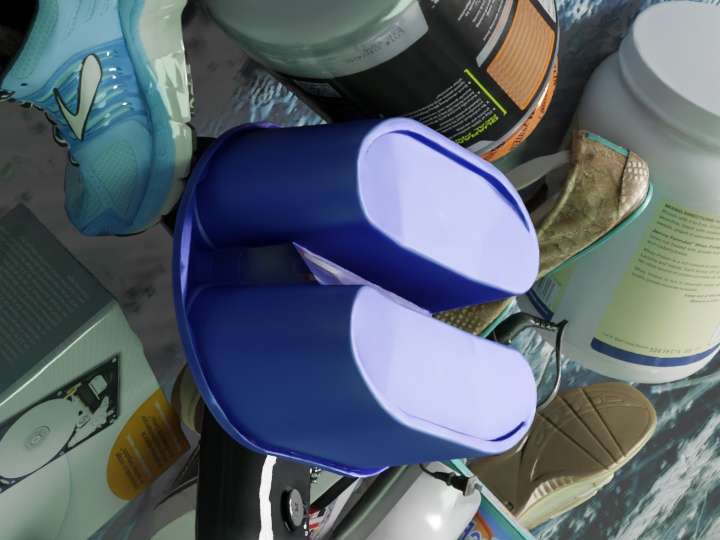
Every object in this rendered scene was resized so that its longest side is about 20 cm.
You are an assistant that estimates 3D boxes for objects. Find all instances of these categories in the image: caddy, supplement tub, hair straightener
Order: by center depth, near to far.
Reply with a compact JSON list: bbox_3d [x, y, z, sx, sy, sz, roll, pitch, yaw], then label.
[{"bbox_3d":[-0.004,0.013,0.858,0.200,0.104,0.143,25,63,-55],"label":"caddy"},{"bbox_3d":[0.015,-0.119,0.868,0.123,0.122,0.200,-49,154,2],"label":"supplement tub"},{"bbox_3d":[0.055,0.103,1.190,0.200,0.077,0.041,-41,153,-1],"label":"hair straightener"},{"bbox_3d":[0.187,-0.047,1.209,0.144,0.145,0.201,-23,145,-41],"label":"supplement tub"}]

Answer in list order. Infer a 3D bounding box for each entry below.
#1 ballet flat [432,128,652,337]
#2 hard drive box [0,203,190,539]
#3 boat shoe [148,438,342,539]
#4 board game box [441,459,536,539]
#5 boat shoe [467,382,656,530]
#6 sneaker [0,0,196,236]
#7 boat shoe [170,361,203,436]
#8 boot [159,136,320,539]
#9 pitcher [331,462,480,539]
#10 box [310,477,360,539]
[{"bbox_3d":[0.078,-0.012,1.143,0.200,0.065,0.071,-43,-162,23],"label":"ballet flat"},{"bbox_3d":[-0.188,0.091,0.900,0.200,0.077,0.156,-41,153,-13],"label":"hard drive box"},{"bbox_3d":[-0.051,0.097,1.123,0.070,0.064,0.200,16,139,-44],"label":"boat shoe"},{"bbox_3d":[0.031,0.235,1.349,0.200,0.152,0.045,-49,133,3],"label":"board game box"},{"bbox_3d":[0.137,0.156,1.506,0.200,0.073,0.063,-35,159,-19],"label":"boat shoe"},{"bbox_3d":[-0.118,-0.089,0.788,0.089,0.079,0.201,-16,141,-17],"label":"sneaker"},{"bbox_3d":[-0.013,0.018,1.039,0.201,0.066,0.072,-48,153,-1],"label":"boat shoe"},{"bbox_3d":[-0.063,0.049,0.925,0.165,0.065,0.202,22,72,-63],"label":"boot"},{"bbox_3d":[-0.002,0.240,1.269,0.171,0.121,0.201,-39,-151,41],"label":"pitcher"},{"bbox_3d":[-0.062,0.162,1.240,0.110,0.035,0.201,-7,133,-53],"label":"box"}]
